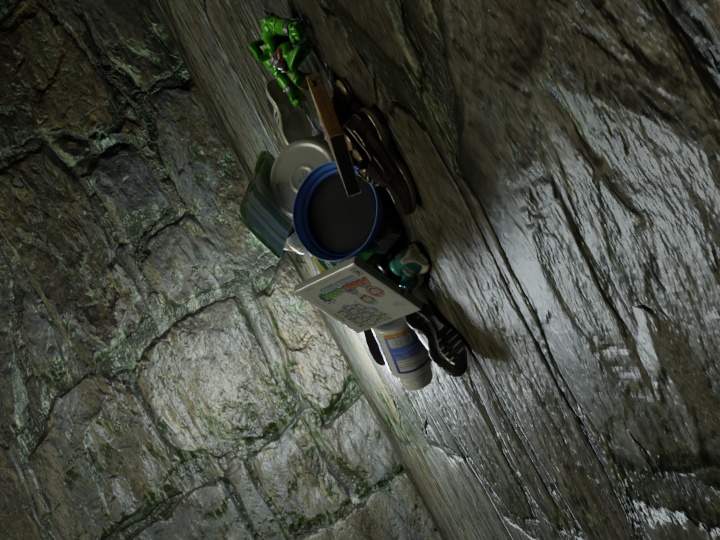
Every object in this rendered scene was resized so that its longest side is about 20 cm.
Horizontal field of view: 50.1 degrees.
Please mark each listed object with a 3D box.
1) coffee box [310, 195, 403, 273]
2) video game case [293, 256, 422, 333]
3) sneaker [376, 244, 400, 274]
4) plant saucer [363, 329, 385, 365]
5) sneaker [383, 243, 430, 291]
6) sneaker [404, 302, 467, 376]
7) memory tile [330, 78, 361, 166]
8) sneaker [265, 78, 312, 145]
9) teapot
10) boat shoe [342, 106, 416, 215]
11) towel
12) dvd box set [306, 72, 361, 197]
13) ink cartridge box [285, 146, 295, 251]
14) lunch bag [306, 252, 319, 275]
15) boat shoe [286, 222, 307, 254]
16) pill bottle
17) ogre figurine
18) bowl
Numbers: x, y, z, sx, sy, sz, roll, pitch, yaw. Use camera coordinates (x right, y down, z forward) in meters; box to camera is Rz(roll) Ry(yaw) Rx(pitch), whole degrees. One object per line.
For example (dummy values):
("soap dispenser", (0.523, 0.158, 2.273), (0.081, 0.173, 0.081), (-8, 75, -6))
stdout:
("coffee box", (-0.011, -0.051, 1.585), (0.044, 0.200, 0.123), (4, -136, -49))
("video game case", (-0.007, 0.054, 1.544), (0.182, 0.024, 0.200), (35, 143, -27))
("sneaker", (0.057, -0.005, 1.692), (0.091, 0.066, 0.200), (56, 165, 43))
("plant saucer", (0.056, 0.133, 1.898), (0.200, 0.032, 0.200), (-9, -90, -70))
("sneaker", (0.080, 0.000, 1.537), (0.078, 0.080, 0.200), (59, 170, 13))
("sneaker", (0.166, 0.145, 1.573), (0.080, 0.074, 0.200), (52, -176, -44))
("memory tile", (-0.016, -0.272, 1.469), (0.153, 0.017, 0.200), (62, 170, 2))
("sneaker", (-0.168, -0.357, 1.840), (0.085, 0.075, 0.200), (105, 145, -73))
("teapot", (-0.089, -0.187, 1.677), (0.197, 0.200, 0.146), (34, -168, 23))
("boat shoe", (0.029, -0.180, 1.329), (0.200, 0.073, 0.074), (63, 170, -9))
("towel", (-0.193, -0.148, 1.686), (0.153, 0.023, 0.200), (47, -138, -38))
("dvd box set", (-0.050, -0.251, 1.419), (0.146, 0.029, 0.200), (72, 179, -47))
("ink cartridge box", (-0.165, -0.169, 1.832), (0.200, 0.050, 0.162), (91, -171, -54))
("lunch bag", (-0.061, -0.044, 1.868), (0.200, 0.127, 0.170), (-99, -15, -66))
("boat shoe", (-0.108, -0.137, 1.763), (0.068, 0.200, 0.072), (36, 176, -32))
("pill bottle", (0.104, 0.183, 1.808), (0.112, 0.112, 0.200), (46, 161, 57))
("ogre figurine", (-0.150, -0.425, 1.506), (0.120, 0.098, 0.200), (45, 176, 20))
("bowl", (-0.044, -0.117, 1.545), (0.039, 0.201, 0.201), (5, -132, -60))
